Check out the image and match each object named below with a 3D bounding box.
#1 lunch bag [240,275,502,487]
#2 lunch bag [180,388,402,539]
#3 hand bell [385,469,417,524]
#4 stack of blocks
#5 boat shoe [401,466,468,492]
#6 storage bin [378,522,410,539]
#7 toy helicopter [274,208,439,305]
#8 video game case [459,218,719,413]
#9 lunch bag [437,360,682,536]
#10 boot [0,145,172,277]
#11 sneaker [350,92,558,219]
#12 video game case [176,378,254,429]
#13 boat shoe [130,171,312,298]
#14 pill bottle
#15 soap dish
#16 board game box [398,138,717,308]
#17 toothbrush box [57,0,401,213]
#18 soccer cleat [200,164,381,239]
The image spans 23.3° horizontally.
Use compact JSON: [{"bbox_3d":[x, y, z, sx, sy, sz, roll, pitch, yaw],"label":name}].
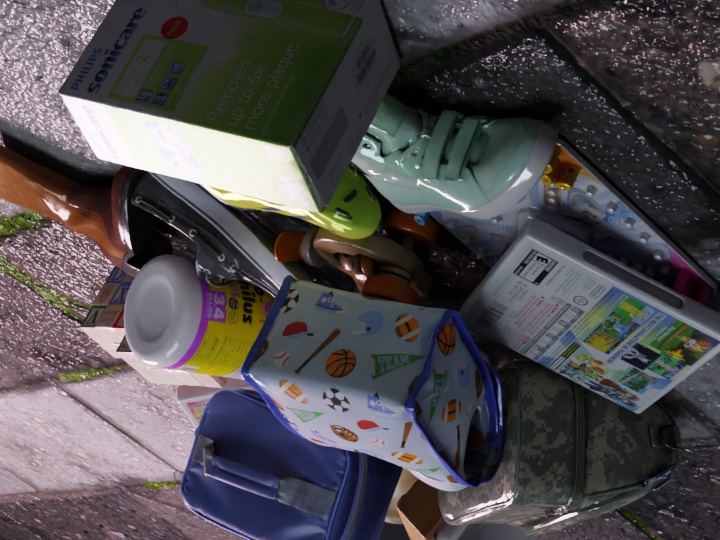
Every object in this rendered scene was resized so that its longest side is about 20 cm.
[{"bbox_3d":[0.022,0.104,1.485,0.170,0.124,0.200,12,152,30],"label":"lunch bag"},{"bbox_3d":[-0.077,0.193,1.698,0.200,0.136,0.132,18,-177,27],"label":"lunch bag"},{"bbox_3d":[0.050,0.157,1.783,0.104,0.104,0.200,22,136,12],"label":"hand bell"},{"bbox_3d":[-0.196,0.053,1.780,0.200,0.115,0.059,0,144,45],"label":"stack of blocks"},{"bbox_3d":[0.056,0.153,1.624,0.200,0.074,0.065,46,166,52],"label":"boat shoe"},{"bbox_3d":[0.014,0.302,1.919,0.145,0.200,0.134,28,165,-4],"label":"storage bin"},{"bbox_3d":[0.000,0.000,1.542,0.132,0.079,0.200,15,166,10],"label":"toy helicopter"},{"bbox_3d":[0.188,0.042,1.432,0.182,0.022,0.200,27,155,-2],"label":"video game case"},{"bbox_3d":[0.180,0.168,1.609,0.167,0.140,0.200,5,162,-20],"label":"lunch bag"},{"bbox_3d":[-0.278,-0.084,1.694,0.200,0.069,0.188,30,163,12],"label":"boot"},{"bbox_3d":[0.048,-0.095,1.299,0.118,0.074,0.200,34,157,-28],"label":"sneaker"},{"bbox_3d":[-0.071,0.153,1.842,0.200,0.024,0.182,-13,144,9],"label":"video game case"},{"bbox_3d":[-0.126,-0.022,1.557,0.200,0.066,0.070,40,-173,11],"label":"boat shoe"},{"bbox_3d":[-0.116,0.050,1.646,0.200,0.104,0.104,11,171,-42],"label":"pill bottle"},{"bbox_3d":[0.118,0.250,1.808,0.081,0.157,0.200,30,159,29],"label":"soap dish"},{"bbox_3d":[0.151,-0.021,1.401,0.200,0.026,0.200,40,152,-25],"label":"board game box"},{"bbox_3d":[-0.093,-0.141,1.275,0.200,0.146,0.086,15,153,27],"label":"toothbrush box"},{"bbox_3d":[-0.070,-0.074,1.465,0.200,0.065,0.084,27,139,15],"label":"soccer cleat"}]
